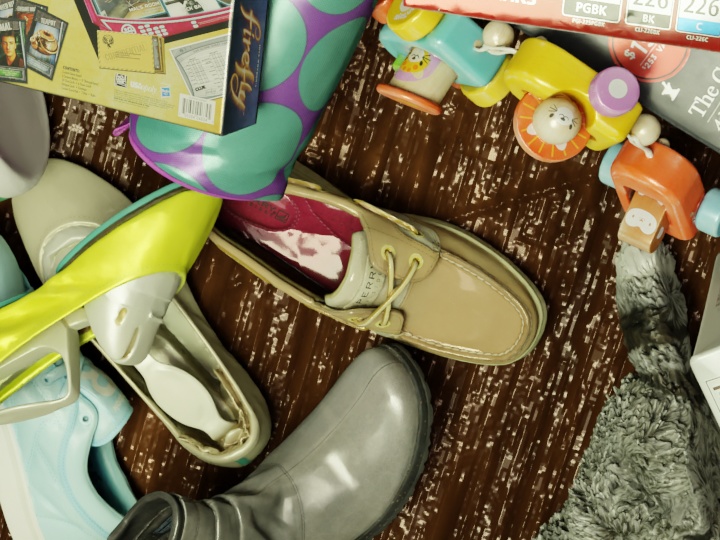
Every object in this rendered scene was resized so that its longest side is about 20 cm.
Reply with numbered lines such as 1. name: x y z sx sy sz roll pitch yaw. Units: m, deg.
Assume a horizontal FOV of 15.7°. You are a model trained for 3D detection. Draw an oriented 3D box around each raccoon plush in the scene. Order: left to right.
1. raccoon plush: 0.127 0.095 1.368 0.134 0.097 0.201 -17 72 29

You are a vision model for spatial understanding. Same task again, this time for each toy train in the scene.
1. toy train: 0.083 -0.068 1.272 0.200 0.150 0.056 28 78 19

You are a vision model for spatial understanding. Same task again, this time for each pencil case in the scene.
1. pencil case: -0.041 -0.132 1.241 0.092 0.085 0.200 27 111 6

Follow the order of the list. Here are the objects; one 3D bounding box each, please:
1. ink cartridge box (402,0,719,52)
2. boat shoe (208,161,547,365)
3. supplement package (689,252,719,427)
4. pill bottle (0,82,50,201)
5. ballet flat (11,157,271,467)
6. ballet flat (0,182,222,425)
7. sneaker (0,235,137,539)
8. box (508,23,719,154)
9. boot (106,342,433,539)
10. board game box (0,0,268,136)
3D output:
1. ink cartridge box: 0.130 -0.194 1.156 0.199 0.084 0.176 9 107 10
2. boat shoe: 0.000 0.000 1.356 0.200 0.066 0.074 23 109 5
3. supplement package: 0.270 0.076 1.255 0.147 0.191 0.200 -24 99 18
4. pill bottle: -0.275 -0.068 1.370 0.200 0.113 0.113 -16 102 16
5. ballet flat: -0.119 0.025 1.389 0.069 0.069 0.200 -39 94 19
6. ballet flat: -0.145 0.029 1.325 0.200 0.067 0.067 -30 70 12
7. sneaker: -0.165 0.060 1.408 0.082 0.074 0.200 -9 114 13
8. box: 0.154 -0.191 1.251 0.182 0.104 0.200 31 109 3
9. boot: -0.053 0.123 1.356 0.070 0.131 0.200 47 118 37
10. board game box: -0.135 -0.150 1.213 0.200 0.035 0.136 15 110 24
